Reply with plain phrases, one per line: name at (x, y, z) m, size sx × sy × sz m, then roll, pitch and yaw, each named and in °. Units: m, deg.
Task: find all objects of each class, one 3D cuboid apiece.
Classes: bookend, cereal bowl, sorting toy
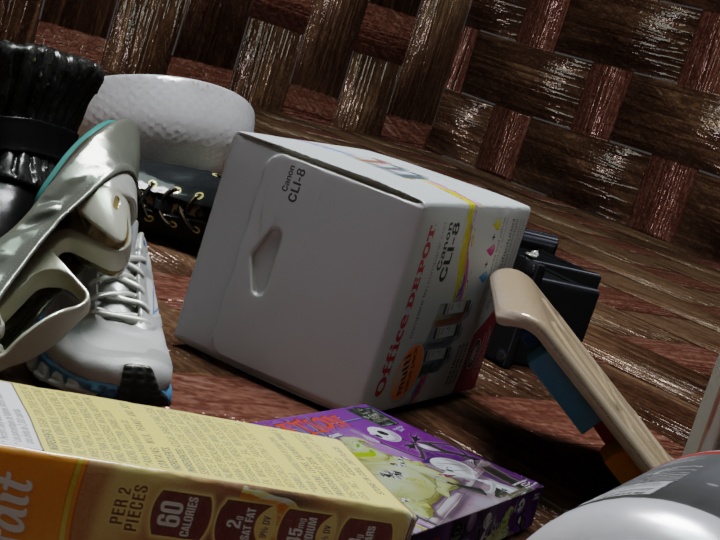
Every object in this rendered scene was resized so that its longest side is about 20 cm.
bookend at (0.155, 0.021, 1.285) m, size 0.199 × 0.092 × 0.200 m, roll 11°, pitch 12°, yaw -36°
cereal bowl at (-0.201, -0.115, 1.350) m, size 0.200 × 0.083 × 0.200 m, roll -1°, pitch -14°, yaw 0°
sorting toy at (0.151, 0.087, 0.886) m, size 0.200 × 0.036 × 0.185 m, roll 47°, pitch 8°, yaw -3°

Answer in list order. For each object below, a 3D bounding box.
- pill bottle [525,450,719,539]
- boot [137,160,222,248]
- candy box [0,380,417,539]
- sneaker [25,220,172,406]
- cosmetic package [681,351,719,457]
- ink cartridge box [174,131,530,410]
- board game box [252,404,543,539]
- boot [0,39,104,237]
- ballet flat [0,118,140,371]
pill bottle at (0.106, 0.128, 0.472) m, size 0.116 × 0.116 × 0.200 m, roll 22°, pitch 10°, yaw 25°
boot at (-0.157, -0.052, 1.211) m, size 0.154 × 0.074 × 0.204 m, roll 10°, pitch 7°, yaw -28°
candy box at (-0.099, 0.086, 0.333) m, size 0.200 × 0.116 × 0.055 m, roll 13°, pitch 9°, yaw -26°
sneaker at (-0.146, 0.013, 0.789) m, size 0.075 × 0.087 × 0.200 m, roll 15°, pitch 10°, yaw -27°
cosmetic package at (0.215, 0.085, 0.678) m, size 0.103 × 0.200 × 0.087 m, roll 17°, pitch 10°, yaw 7°
ink cartridge box at (0.000, 0.000, 0.949) m, size 0.144 × 0.146 × 0.200 m, roll 22°, pitch 11°, yaw 24°
board game box at (0.000, 0.106, 0.692) m, size 0.120 × 0.032 × 0.200 m, roll 17°, pitch 8°, yaw 27°
boot at (-0.222, -0.062, 0.854) m, size 0.079 × 0.158 × 0.211 m, roll 17°, pitch 9°, yaw -4°
ballet flat at (-0.155, -0.005, 0.728) m, size 0.064 × 0.067 × 0.200 m, roll 25°, pitch 48°, yaw 14°
